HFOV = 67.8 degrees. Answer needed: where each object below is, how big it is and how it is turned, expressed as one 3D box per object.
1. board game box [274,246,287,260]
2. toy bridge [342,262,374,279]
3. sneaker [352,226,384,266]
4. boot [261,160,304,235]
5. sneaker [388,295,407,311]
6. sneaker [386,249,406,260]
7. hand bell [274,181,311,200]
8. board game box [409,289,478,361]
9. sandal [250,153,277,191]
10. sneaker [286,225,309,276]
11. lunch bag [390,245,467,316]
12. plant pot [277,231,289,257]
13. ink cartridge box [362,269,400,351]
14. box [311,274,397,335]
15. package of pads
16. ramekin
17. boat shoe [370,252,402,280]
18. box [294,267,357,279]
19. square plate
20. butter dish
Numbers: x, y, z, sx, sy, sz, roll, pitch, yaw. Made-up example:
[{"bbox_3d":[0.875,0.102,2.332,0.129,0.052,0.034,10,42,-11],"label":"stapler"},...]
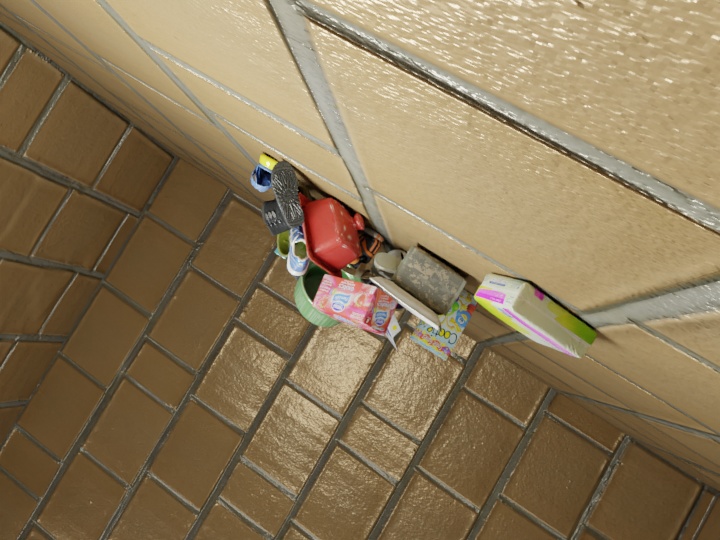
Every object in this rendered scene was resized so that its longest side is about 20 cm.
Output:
[{"bbox_3d":[-0.213,-0.130,1.837,0.046,0.202,0.151,30,177,2],"label":"board game box"},{"bbox_3d":[0.000,0.000,1.533,0.196,0.028,0.067,17,159,-9],"label":"toy bridge"},{"bbox_3d":[-0.028,-0.083,1.561,0.077,0.113,0.199,34,176,-42],"label":"sneaker"},{"bbox_3d":[-0.211,-0.181,1.385,0.064,0.169,0.199,-12,-176,-20],"label":"boot"},{"bbox_3d":[0.148,0.050,1.573,0.083,0.082,0.199,28,135,-35],"label":"sneaker"},{"bbox_3d":[0.142,-0.007,1.613,0.144,0.082,0.200,-1,160,-23],"label":"sneaker"},{"bbox_3d":[-0.191,-0.219,1.571,0.103,0.105,0.200,32,-170,-10],"label":"hand bell"},{"bbox_3d":[0.244,0.143,1.565,0.102,0.202,0.105,31,176,-6],"label":"board game box"},{"bbox_3d":[-0.256,-0.253,1.455,0.079,0.088,0.200,29,179,1],"label":"sandal"},{"bbox_3d":[-0.152,-0.088,1.427,0.074,0.204,0.077,6,157,-18],"label":"sneaker"},{"bbox_3d":[0.171,0.029,1.353,0.163,0.119,0.200,34,-178,8],"label":"lunch bag"},{"bbox_3d":[-0.138,-0.113,1.698,0.182,0.204,0.199,20,-176,-34],"label":"plant pot"},{"bbox_3d":[0.066,0.115,1.619,0.203,0.046,0.198,64,175,-18],"label":"ink cartridge box"},{"bbox_3d":[-0.017,0.086,1.368,0.198,0.097,0.099,13,164,44],"label":"box"},{"bbox_3d":[0.335,0.087,1.049,0.198,0.069,0.154,34,176,-17],"label":"package of pads"},{"bbox_3d":[-0.096,0.064,1.551,0.198,0.202,0.098,32,139,-8],"label":"ramekin"},{"bbox_3d":[0.124,0.016,1.478,0.198,0.073,0.061,22,139,-5],"label":"boat shoe"},{"bbox_3d":[-0.090,-0.030,1.647,0.197,0.158,0.052,7,-134,-41],"label":"box"},{"bbox_3d":[0.120,0.080,1.312,0.199,0.029,0.198,36,178,14],"label":"square plate"},{"bbox_3d":[-0.058,-0.105,1.399,0.200,0.145,0.203,38,-144,-60],"label":"butter dish"}]
